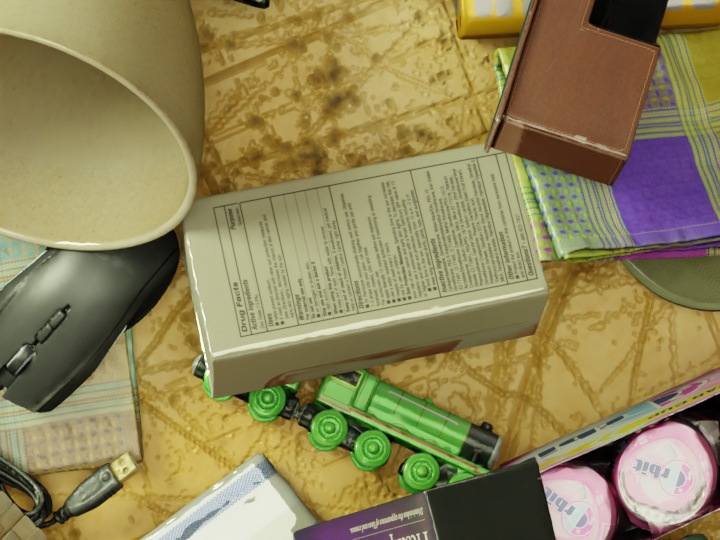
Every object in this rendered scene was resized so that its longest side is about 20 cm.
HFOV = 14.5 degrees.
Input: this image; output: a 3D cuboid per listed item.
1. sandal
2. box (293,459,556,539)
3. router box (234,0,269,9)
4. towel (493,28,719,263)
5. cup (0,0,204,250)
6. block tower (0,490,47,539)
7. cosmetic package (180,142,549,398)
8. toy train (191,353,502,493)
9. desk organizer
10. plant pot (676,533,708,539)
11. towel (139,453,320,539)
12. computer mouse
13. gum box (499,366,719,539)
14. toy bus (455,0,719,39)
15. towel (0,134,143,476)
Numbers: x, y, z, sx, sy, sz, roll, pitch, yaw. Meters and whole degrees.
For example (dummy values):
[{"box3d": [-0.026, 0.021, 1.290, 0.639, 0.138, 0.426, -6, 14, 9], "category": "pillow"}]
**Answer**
[{"box3d": [0.165, -0.051, 1.689, 0.201, 0.057, 0.080, 43, 90, -1], "category": "sandal"}, {"box3d": [0.045, 0.196, 1.607, 0.079, 0.200, 0.142, -14, 84, -25], "category": "box"}, {"box3d": [-0.127, -0.255, 1.679, 0.199, 0.062, 0.151, 18, 91, -1], "category": "router box"}, {"box3d": [0.182, -0.076, 1.657, 0.199, 0.023, 0.144, -5, 68, -20], "category": "towel"}, {"box3d": [-0.172, -0.127, 1.610, 0.199, 0.201, 0.144, 16, 57, -1], "category": "cup"}, {"box3d": [-0.190, 0.204, 1.663, 0.058, 0.054, 0.200, -36, 97, 36], "category": "block tower"}, {"box3d": [0.000, 0.000, 1.653, 0.199, 0.087, 0.104, -10, 72, -6], "category": "cosmetic package"}, {"box3d": [-0.004, 0.085, 1.699, 0.199, 0.042, 0.057, 25, 80, -1], "category": "toy train"}, {"box3d": [0.137, -0.156, 1.601, 0.077, 0.072, 0.201, 17, 78, 1], "category": "desk organizer"}, {"box3d": [0.179, 0.263, 1.635, 0.199, 0.200, 0.189, -27, 79, 0], "category": "plant pot"}, {"box3d": [-0.059, 0.227, 1.708, 0.147, 0.024, 0.200, -38, 93, -2], "category": "towel"}, {"box3d": [-0.169, 0.060, 1.672, 0.200, 0.046, 0.141, -41, 91, 1], "category": "computer mouse"}, {"box3d": [0.177, 0.113, 1.664, 0.199, 0.114, 0.066, -24, 91, 0], "category": "gum box"}, {"box3d": [0.115, -0.180, 1.684, 0.199, 0.065, 0.079, -3, 92, -1], "category": "toy bus"}, {"box3d": [-0.210, 0.024, 1.704, 0.146, 0.022, 0.201, -7, 93, 0], "category": "towel"}]
